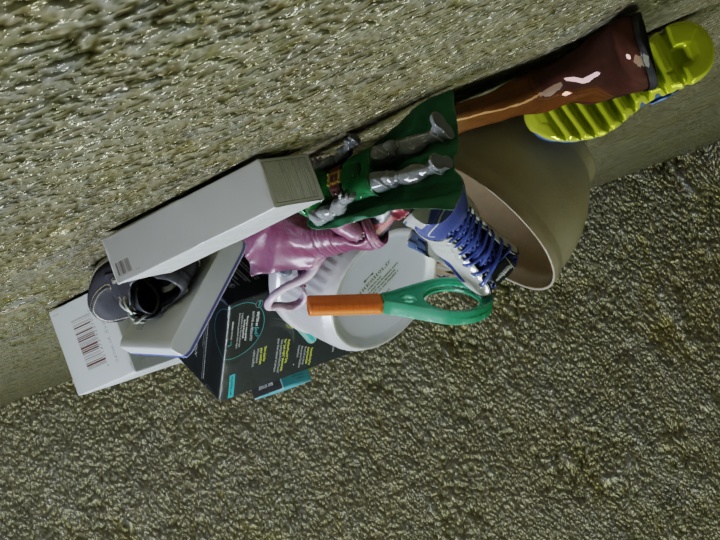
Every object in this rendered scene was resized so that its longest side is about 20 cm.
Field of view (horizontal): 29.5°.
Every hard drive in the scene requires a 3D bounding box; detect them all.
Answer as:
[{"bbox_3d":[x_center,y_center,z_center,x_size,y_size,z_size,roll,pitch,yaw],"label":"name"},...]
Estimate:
[{"bbox_3d":[-0.192,0.029,1.457,0.133,0.025,0.200,-63,-159,-14],"label":"hard drive"}]

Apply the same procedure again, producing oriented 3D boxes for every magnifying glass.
[{"bbox_3d":[0.043,0.033,1.447,0.199,0.023,0.080,-3,-153,-9],"label":"magnifying glass"}]

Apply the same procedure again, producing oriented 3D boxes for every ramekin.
[{"bbox_3d":[0.000,0.000,1.564,0.202,0.203,0.094,-19,-140,-36],"label":"ramekin"}]

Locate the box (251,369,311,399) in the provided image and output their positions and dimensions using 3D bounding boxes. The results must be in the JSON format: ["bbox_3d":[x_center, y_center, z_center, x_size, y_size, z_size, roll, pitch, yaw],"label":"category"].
[{"bbox_3d":[-0.132,0.064,1.824,0.049,0.201,0.082,-14,173,-35],"label":"box"}]

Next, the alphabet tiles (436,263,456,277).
[{"bbox_3d":[0.052,-0.007,1.757,0.199,0.008,0.167,-7,164,38],"label":"alphabet tiles"}]

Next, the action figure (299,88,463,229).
[{"bbox_3d":[0.001,-0.086,1.255,0.199,0.119,0.055,-19,146,39],"label":"action figure"}]

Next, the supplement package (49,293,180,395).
[{"bbox_3d":[-0.275,0.070,1.760,0.117,0.118,0.200,-24,177,37],"label":"supplement package"}]

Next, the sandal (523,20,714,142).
[{"bbox_3d":[0.262,-0.186,1.400,0.199,0.080,0.087,-20,-179,6],"label":"sandal"}]

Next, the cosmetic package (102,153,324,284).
[{"bbox_3d":[-0.138,-0.048,1.262,0.199,0.051,0.082,-23,174,31],"label":"cosmetic package"}]

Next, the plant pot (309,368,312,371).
[{"bbox_3d":[-0.101,0.043,1.945,0.199,0.201,0.190,-19,168,-35],"label":"plant pot"}]

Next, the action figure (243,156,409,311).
[{"bbox_3d":[-0.035,-0.037,1.388,0.199,0.150,0.134,-7,179,32],"label":"action figure"}]

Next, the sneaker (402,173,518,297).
[{"bbox_3d":[0.112,-0.037,1.424,0.081,0.115,0.199,-54,171,-7],"label":"sneaker"}]

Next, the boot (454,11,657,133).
[{"bbox_3d":[0.161,-0.174,1.247,0.199,0.069,0.188,-14,-175,1],"label":"boot"}]

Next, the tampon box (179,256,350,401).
[{"bbox_3d":[-0.116,0.039,1.658,0.199,0.126,0.151,-18,133,-35],"label":"tampon box"}]

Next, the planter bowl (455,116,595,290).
[{"bbox_3d":[0.172,-0.096,1.501,0.135,0.200,0.200,-48,-175,-16],"label":"planter bowl"}]

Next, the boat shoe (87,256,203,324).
[{"bbox_3d":[-0.233,0.020,1.425,0.072,0.063,0.200,31,142,-27],"label":"boat shoe"}]
